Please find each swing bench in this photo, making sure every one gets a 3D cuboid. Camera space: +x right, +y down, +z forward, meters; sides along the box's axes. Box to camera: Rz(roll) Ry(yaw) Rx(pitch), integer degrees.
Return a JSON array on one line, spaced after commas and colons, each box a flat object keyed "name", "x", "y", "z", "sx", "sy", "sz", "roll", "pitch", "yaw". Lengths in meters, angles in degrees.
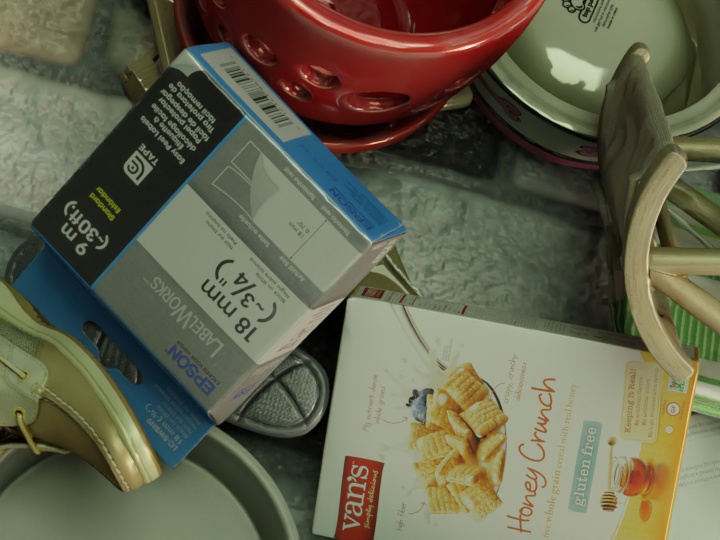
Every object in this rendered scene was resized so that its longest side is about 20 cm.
[{"name": "swing bench", "x": 0.223, "y": -0.015, "z": 1.324, "sx": 0.200, "sy": 0.199, "sz": 0.130, "roll": 18, "pitch": 112, "yaw": -5}]

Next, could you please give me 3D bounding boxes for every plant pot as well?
[{"name": "plant pot", "x": -0.002, "y": -0.170, "z": 1.327, "sx": 0.200, "sy": 0.183, "sz": 0.201, "roll": 6, "pitch": 66, "yaw": -13}]

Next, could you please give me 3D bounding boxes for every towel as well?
[{"name": "towel", "x": 0.216, "y": 0.019, "z": 1.436, "sx": 0.152, "sy": 0.023, "sz": 0.200, "roll": 14, "pitch": 38, "yaw": -11}]

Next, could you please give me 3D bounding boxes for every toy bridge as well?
[{"name": "toy bridge", "x": -0.063, "y": -0.163, "z": 1.461, "sx": 0.200, "sy": 0.027, "sz": 0.067, "roll": -32, "pitch": 83, "yaw": -23}]

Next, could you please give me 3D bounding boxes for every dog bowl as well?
[{"name": "dog bowl", "x": 0.146, "y": -0.152, "z": 1.484, "sx": 0.200, "sy": 0.074, "sz": 0.200, "roll": 6, "pitch": 65, "yaw": -13}]

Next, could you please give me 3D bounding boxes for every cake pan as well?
[{"name": "cake pan", "x": -0.132, "y": 0.172, "z": 1.319, "sx": 0.200, "sy": 0.037, "sz": 0.201, "roll": 5, "pitch": 67, "yaw": -11}]

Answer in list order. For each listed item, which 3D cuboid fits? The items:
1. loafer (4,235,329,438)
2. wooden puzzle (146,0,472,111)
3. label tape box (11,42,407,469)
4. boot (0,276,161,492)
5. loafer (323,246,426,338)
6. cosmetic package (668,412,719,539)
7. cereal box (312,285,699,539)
[{"name": "loafer", "x": -0.111, "y": 0.043, "z": 1.369, "sx": 0.200, "sy": 0.063, "sz": 0.072, "roll": 26, "pitch": 85, "yaw": 4}, {"name": "wooden puzzle", "x": -0.042, "y": -0.173, "z": 1.440, "sx": 0.185, "sy": 0.037, "sz": 0.200, "roll": -9, "pitch": 70, "yaw": -19}, {"name": "label tape box", "x": -0.096, "y": -0.001, "z": 1.275, "sx": 0.144, "sy": 0.063, "sz": 0.200, "roll": 46, "pitch": 109, "yaw": 6}, {"name": "boot", "x": -0.215, "y": 0.089, "z": 1.278, "sx": 0.155, "sy": 0.072, "sz": 0.200, "roll": -37, "pitch": 50, "yaw": -21}, {"name": "loafer", "x": 0.000, "y": 0.000, "z": 1.400, "sx": 0.200, "sy": 0.076, "sz": 0.067, "roll": 38, "pitch": 73, "yaw": -2}, {"name": "cosmetic package", "x": 0.217, "y": 0.184, "z": 1.402, "sx": 0.113, "sy": 0.081, "sz": 0.200, "roll": -9, "pitch": 76, "yaw": -18}, {"name": "cereal box", "x": 0.080, "y": 0.096, "z": 1.339, "sx": 0.200, "sy": 0.040, "sz": 0.144, "roll": 10, "pitch": 102, "yaw": 6}]
